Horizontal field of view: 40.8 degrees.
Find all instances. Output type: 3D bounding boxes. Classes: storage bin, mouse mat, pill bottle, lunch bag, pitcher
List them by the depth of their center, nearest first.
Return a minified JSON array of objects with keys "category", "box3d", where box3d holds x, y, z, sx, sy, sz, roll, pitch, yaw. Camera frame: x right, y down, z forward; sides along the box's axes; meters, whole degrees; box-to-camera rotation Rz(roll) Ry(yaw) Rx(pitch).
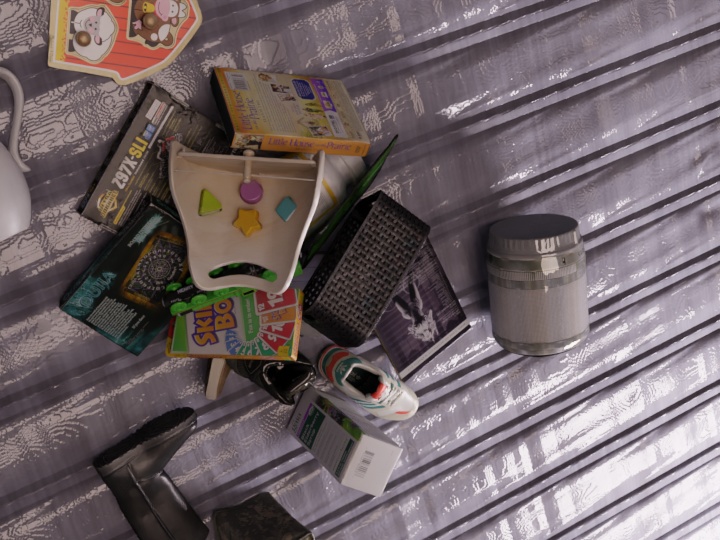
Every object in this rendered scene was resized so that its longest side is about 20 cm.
[{"category":"pitcher","box3d":[-0.465,-0.139,1.188,0.170,0.120,0.203,-30,104,-32]},{"category":"pill bottle","box3d":[-0.090,-0.106,1.371,0.199,0.112,0.113,-40,116,-12]},{"category":"mouse mat","box3d":[-0.016,-0.095,1.375,0.007,0.161,0.201,38,72,2]},{"category":"storage bin","box3d":[0.000,0.000,1.380,0.093,0.135,0.202,33,77,-12]},{"category":"lunch bag","box3d":[-0.138,0.468,1.463,0.116,0.163,0.204,-16,109,-27]}]

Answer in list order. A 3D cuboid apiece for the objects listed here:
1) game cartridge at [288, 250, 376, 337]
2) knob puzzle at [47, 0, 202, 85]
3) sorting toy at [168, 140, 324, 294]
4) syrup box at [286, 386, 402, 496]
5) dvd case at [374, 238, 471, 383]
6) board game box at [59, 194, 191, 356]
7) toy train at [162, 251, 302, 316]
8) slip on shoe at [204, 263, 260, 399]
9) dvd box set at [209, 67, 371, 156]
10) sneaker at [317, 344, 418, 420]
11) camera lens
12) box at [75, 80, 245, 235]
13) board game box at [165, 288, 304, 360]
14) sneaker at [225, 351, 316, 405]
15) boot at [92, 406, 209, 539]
[{"category":"game cartridge","box3d":[-0.028,0.035,1.482,0.197,0.038,0.132,0,107,-26]},{"category":"knob puzzle","box3d":[-0.299,-0.341,1.256,0.216,0.030,0.224,-7,105,-25]},{"category":"sorting toy","box3d":[-0.149,-0.062,1.253,0.196,0.107,0.184,4,80,1]},{"category":"syrup box","box3d":[-0.028,0.250,1.440,0.081,0.199,0.080,25,92,-32]},{"category":"dvd case","box3d":[0.080,0.054,1.514,0.148,0.016,0.202,-36,116,-16]},{"category":"board game box","box3d":[-0.293,0.010,1.310,0.135,0.028,0.200,37,105,-30]},{"category":"toy train","box3d":[-0.170,0.015,1.308,0.197,0.042,0.057,-20,155,-2]},{"category":"slip on shoe","box3d":[-0.177,0.093,1.401,0.060,0.076,0.203,16,89,-13]},{"category":"dvd box set","box3d":[-0.097,-0.217,1.326,0.197,0.148,0.030,0,135,-26]},{"category":"sneaker","box3d":[0.024,0.190,1.511,0.199,0.093,0.071,36,87,-28]},{"category":"camera lens","box3d":[0.285,0.026,1.559,0.158,0.160,0.204,-15,109,-21]},{"category":"box","box3d":[-0.266,-0.128,1.315,0.158,0.049,0.202,29,91,-27]},{"category":"board game box","box3d":[-0.178,0.073,1.335,0.030,0.196,0.097,49,43,-62]},{"category":"sneaker","box3d":[-0.102,0.156,1.401,0.077,0.113,0.199,-57,149,-5]},{"category":"boot","box3d":[-0.273,0.320,1.415,0.163,0.066,0.202,-28,111,-8]}]
